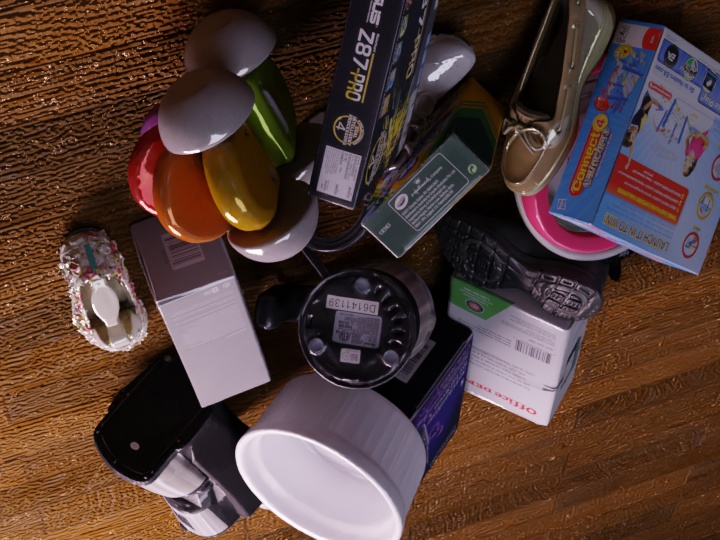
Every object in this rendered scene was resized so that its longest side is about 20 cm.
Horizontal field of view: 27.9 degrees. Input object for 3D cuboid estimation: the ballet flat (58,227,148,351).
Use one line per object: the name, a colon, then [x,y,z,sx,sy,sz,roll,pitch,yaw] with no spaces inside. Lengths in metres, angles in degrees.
ballet flat: [-0.250,0.038,1.425,0.075,0.064,0.200,-23,146,-6]

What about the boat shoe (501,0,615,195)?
boat shoe: [0.174,-0.170,1.374,0.063,0.073,0.202,8,112,-44]

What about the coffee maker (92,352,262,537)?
coffee maker: [-0.167,0.188,1.613,0.191,0.135,0.200,-30,146,5]

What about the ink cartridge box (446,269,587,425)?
ink cartridge box: [0.176,0.069,1.656,0.084,0.145,0.201,-55,161,-32]

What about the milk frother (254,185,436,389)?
milk frother: [0.000,0.000,1.486,0.201,0.180,0.188,-65,174,7]

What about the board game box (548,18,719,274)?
board game box: [0.293,-0.116,1.416,0.199,0.056,0.197,20,92,-45]

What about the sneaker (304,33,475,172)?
sneaker: [0.032,-0.139,1.352,0.200,0.087,0.074,-40,140,17]

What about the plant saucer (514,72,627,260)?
plant saucer: [0.238,-0.113,1.508,0.199,0.050,0.202,-7,108,-21]

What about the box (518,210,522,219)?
box: [0.236,-0.062,1.628,0.118,0.042,0.201,-19,143,-9]

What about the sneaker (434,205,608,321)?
sneaker: [0.174,-0.021,1.559,0.199,0.091,0.076,27,140,4]

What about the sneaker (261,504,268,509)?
sneaker: [-0.088,0.241,1.779,0.088,0.082,0.201,-13,143,-20]

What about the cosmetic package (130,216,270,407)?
cosmetic package: [-0.157,0.036,1.446,0.090,0.107,0.201,-20,143,-9]

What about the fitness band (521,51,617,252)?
fitness band: [0.233,-0.118,1.458,0.143,0.037,0.202,4,103,-22]

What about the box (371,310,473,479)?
box: [0.044,0.155,1.672,0.148,0.104,0.201,-51,158,-33]

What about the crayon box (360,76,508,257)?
crayon box: [0.073,-0.106,1.380,0.052,0.200,0.126,42,115,-9]

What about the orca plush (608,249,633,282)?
orca plush: [0.328,-0.073,1.593,0.105,0.071,0.201,-8,126,-58]

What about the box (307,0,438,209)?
box: [0.017,-0.171,1.203,0.049,0.161,0.201,17,116,8]

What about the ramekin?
ramekin: [-0.025,0.203,1.563,0.098,0.199,0.201,-57,163,-35]

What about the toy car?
toy car: [-0.121,-0.104,1.224,0.149,0.201,0.176,-15,127,23]
